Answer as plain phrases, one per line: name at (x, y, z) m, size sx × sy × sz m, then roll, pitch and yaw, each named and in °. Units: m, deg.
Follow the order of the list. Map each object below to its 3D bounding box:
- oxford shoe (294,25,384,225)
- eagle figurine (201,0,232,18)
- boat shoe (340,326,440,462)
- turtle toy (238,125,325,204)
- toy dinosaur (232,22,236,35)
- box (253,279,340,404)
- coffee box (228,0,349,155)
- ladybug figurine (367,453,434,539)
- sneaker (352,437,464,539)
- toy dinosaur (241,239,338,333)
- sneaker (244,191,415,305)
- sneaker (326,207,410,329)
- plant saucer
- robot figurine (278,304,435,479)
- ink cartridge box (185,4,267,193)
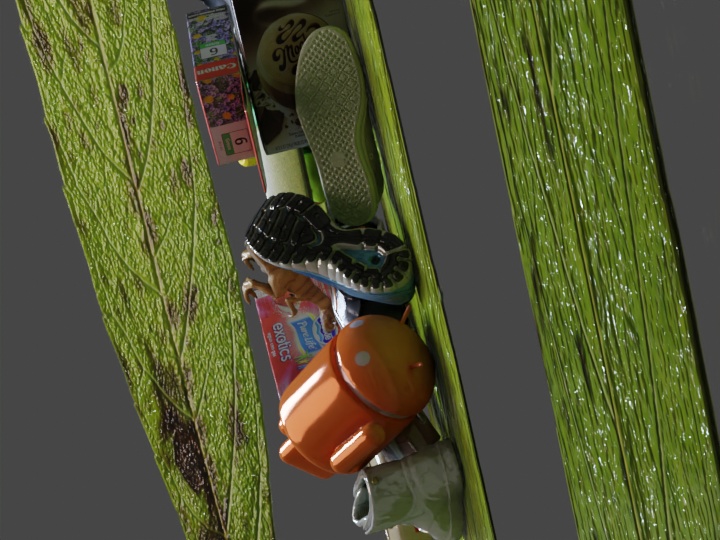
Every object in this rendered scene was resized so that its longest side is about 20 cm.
oxford shoe at (-0.018, -0.145, 1.492) m, size 0.058 × 0.075 × 0.201 m, roll -49°, pitch -50°, yaw -64°
eagle figurine at (-0.140, -0.372, 1.903) m, size 0.151 × 0.151 × 0.201 m, roll -13°, pitch -107°, yaw -58°
boat shoe at (0.035, 0.122, 1.607) m, size 0.076 × 0.071 × 0.201 m, roll 53°, pitch -167°, yaw -53°
turtle toy at (-0.081, -0.178, 1.847) m, size 0.101 × 0.145 × 0.202 m, roll -5°, pitch 100°, yaw 65°
toy dinosaur at (-0.138, -0.259, 1.767) m, size 0.103 × 0.077 × 0.200 m, roll -66°, pitch 15°, yaw 1°
box at (-0.054, 0.109, 1.747) m, size 0.201 × 0.094 × 0.103 m, roll -109°, pitch 2°, yaw -48°
coffee box at (-0.068, -0.233, 1.529) m, size 0.080 × 0.112 × 0.201 m, roll -116°, pitch 13°, yaw -72°
ladybug figurine at (0.054, 0.259, 1.773) m, size 0.136 × 0.071 × 0.201 m, roll 96°, pitch 159°, yaw -79°
sneaker at (0.046, 0.239, 1.543) m, size 0.200 × 0.115 × 0.074 m, roll 80°, pitch 172°, yaw -59°
toy dinosaur at (-0.091, -0.002, 1.611) m, size 0.200 × 0.106 × 0.061 m, roll 40°, pitch -119°, yaw -42°
sneaker at (-0.030, -0.009, 1.492) m, size 0.199 × 0.079 × 0.090 m, roll 25°, pitch 162°, yaw 29°
sneaker at (0.000, 0.000, 1.619) m, size 0.080 × 0.078 × 0.201 m, roll 90°, pitch 163°, yaw -48°
plant saucer at (-0.082, -0.096, 1.703) m, size 0.200 × 0.048 × 0.201 m, roll -105°, pitch 3°, yaw -83°
robot figurine at (-0.004, 0.122, 1.487) m, size 0.117 × 0.200 × 0.144 m, roll 48°, pitch -149°, yaw 8°
ink cartridge box at (-0.139, -0.174, 1.539) m, size 0.201 × 0.050 × 0.109 m, roll -104°, pitch 2°, yaw -49°
